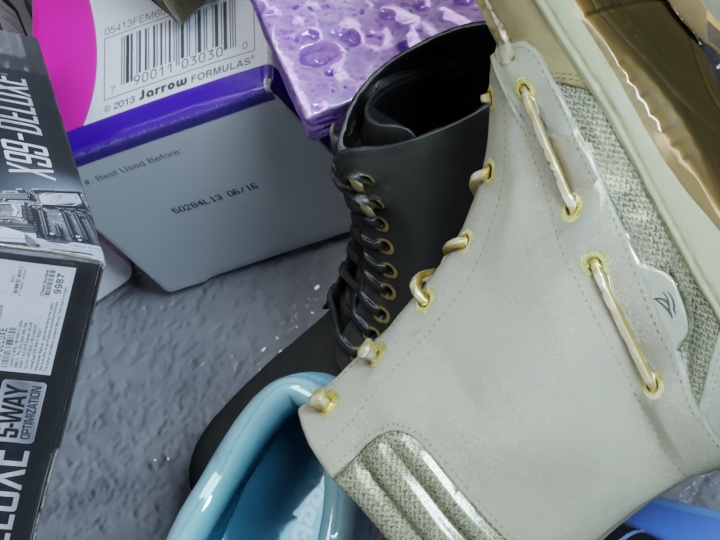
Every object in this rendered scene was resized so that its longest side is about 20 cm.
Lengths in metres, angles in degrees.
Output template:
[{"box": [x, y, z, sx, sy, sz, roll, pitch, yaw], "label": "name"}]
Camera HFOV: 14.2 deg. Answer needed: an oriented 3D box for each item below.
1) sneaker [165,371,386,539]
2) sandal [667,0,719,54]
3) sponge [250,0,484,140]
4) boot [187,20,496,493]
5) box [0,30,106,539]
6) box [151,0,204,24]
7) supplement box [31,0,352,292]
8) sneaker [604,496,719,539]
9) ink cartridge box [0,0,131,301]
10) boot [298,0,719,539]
[{"box": [-0.046, 0.122, 0.891, 0.074, 0.082, 0.201, 11, 76, 22], "label": "sneaker"}, {"box": [0.176, -0.095, 0.876, 0.080, 0.199, 0.054, 60, 137, 36], "label": "sandal"}, {"box": [-0.004, -0.153, 0.963, 0.111, 0.030, 0.201, -23, 73, -1], "label": "sponge"}, {"box": [0.000, 0.000, 0.950, 0.200, 0.138, 0.078, -37, 50, 8], "label": "boot"}, {"box": [-0.139, 0.039, 0.974, 0.158, 0.049, 0.201, -114, 35, -56], "label": "box"}, {"box": [-0.087, -0.183, 1.046, 0.121, 0.032, 0.200, -46, 55, -7], "label": "box"}, {"box": [-0.055, -0.110, 1.075, 0.101, 0.103, 0.201, -17, 56, 22], "label": "supplement box"}, {"box": [0.090, 0.115, 0.871, 0.199, 0.070, 0.078, 7, 62, 34], "label": "sneaker"}, {"box": [-0.193, -0.046, 1.134, 0.145, 0.084, 0.200, -35, 51, 10], "label": "ink cartridge box"}, {"box": [0.038, -0.011, 0.842, 0.155, 0.072, 0.201, -40, 69, 27], "label": "boot"}]
